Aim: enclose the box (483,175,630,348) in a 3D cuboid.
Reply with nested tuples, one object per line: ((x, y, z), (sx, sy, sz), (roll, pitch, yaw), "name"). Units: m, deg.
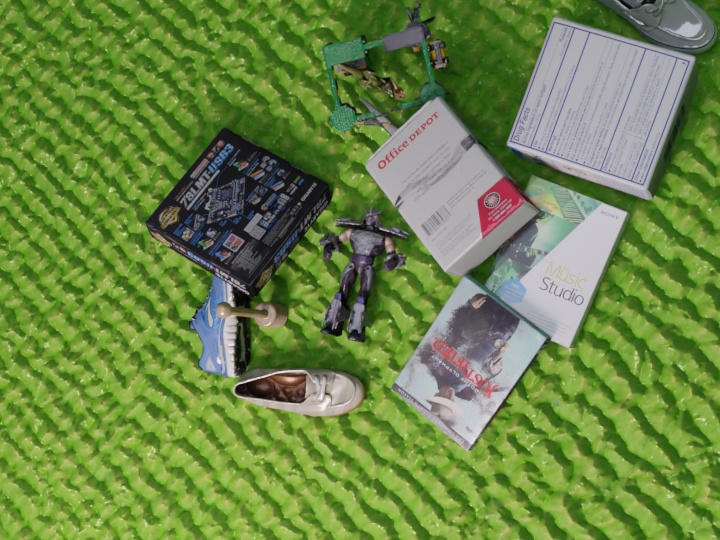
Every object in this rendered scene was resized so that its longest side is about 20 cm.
((0.262, -0.013, 1.490), (0.144, 0.036, 0.201), (23, 92, 19), "box")

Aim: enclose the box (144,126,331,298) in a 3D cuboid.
((-0.178, -0.088, 1.597), (0.198, 0.050, 0.200), (28, 68, 20), "box")

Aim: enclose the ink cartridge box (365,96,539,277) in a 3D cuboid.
((0.124, -0.114, 1.497), (0.145, 0.083, 0.200), (-42, 68, 15), "ink cartridge box")

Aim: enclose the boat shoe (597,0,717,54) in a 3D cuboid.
((0.389, -0.361, 1.463), (0.200, 0.066, 0.072), (42, 98, 17), "boat shoe")

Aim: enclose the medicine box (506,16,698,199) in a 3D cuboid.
((0.322, -0.214, 1.452), (0.199, 0.103, 0.183), (21, 92, 19), "medicine box")

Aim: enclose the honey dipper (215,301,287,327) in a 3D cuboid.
((-0.156, 0.058, 1.535), (0.038, 0.200, 0.038), (-2, 83, 17), "honey dipper")

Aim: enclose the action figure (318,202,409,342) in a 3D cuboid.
((0.000, 0.000, 1.560), (0.130, 0.069, 0.201), (11, 86, 24), "action figure")

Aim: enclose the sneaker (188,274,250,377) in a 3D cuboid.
((-0.216, 0.057, 1.620), (0.089, 0.079, 0.201), (0, 85, 16), "sneaker")

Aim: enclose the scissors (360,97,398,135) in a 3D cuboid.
((0.065, -0.178, 1.581), (0.200, 0.014, 0.073), (31, 97, 17), "scissors")

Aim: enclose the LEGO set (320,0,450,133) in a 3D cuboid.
((0.032, -0.284, 1.568), (0.199, 0.116, 0.154), (-21, 102, 9), "LEGO set")

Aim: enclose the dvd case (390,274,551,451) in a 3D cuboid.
((0.149, 0.128, 1.504), (0.146, 0.022, 0.200), (38, 110, 17), "dvd case")

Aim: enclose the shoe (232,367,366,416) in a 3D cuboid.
((-0.091, 0.176, 1.580), (0.199, 0.053, 0.070), (0, 85, 18), "shoe")
